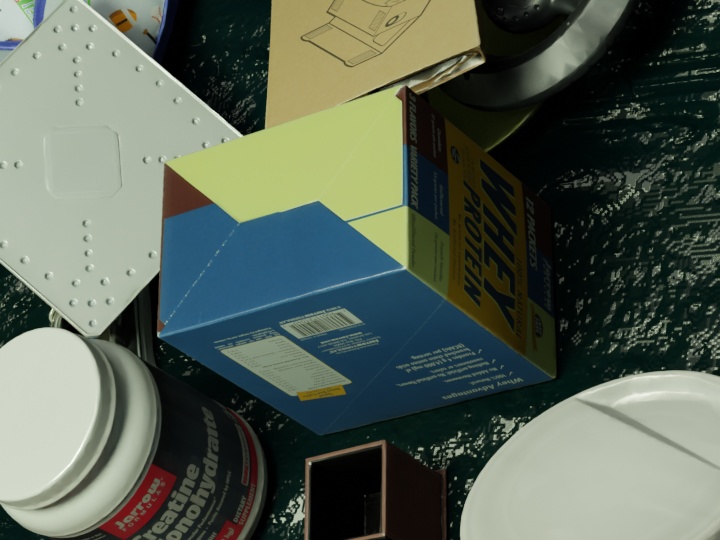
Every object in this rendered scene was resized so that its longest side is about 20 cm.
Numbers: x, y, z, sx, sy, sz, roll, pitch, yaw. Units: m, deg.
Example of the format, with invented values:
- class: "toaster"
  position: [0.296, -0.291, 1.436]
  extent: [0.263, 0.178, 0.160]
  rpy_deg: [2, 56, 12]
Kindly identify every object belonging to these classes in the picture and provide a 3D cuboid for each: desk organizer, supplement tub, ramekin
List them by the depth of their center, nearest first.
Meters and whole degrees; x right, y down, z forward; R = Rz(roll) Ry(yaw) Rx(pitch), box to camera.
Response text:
- class: "ramekin"
  position: [0.169, 0.159, 1.471]
  extent: [0.201, 0.095, 0.203]
  rpy_deg: [-21, 29, 12]
- class: "desk organizer"
  position: [0.009, 0.222, 1.607]
  extent: [0.071, 0.077, 0.202]
  rpy_deg: [-15, 61, 29]
- class: "supplement tub"
  position: [-0.171, 0.132, 1.696]
  extent: [0.139, 0.200, 0.141]
  rpy_deg: [-15, 61, 29]

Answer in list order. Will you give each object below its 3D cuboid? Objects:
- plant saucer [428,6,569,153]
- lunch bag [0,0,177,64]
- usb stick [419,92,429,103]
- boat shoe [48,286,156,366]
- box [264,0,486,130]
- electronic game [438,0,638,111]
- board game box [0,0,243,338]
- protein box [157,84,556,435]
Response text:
- class: "plant saucer"
  position: [0.073, -0.160, 1.776]
  extent: [0.199, 0.031, 0.202]
  rpy_deg: [-15, 61, 28]
- class: "lunch bag"
  position: [-0.241, -0.232, 1.969]
  extent: [0.198, 0.124, 0.171]
  rpy_deg: [3, 70, 21]
- class: "usb stick"
  position: [0.021, -0.165, 1.768]
  extent: [0.055, 0.032, 0.201]
  rpy_deg: [-42, 47, 43]
- class: "boat shoe"
  position: [-0.201, 0.040, 1.847]
  extent: [0.072, 0.071, 0.201]
  rpy_deg: [-34, 53, 17]
- class: "box"
  position: [0.010, -0.172, 1.691]
  extent: [0.163, 0.021, 0.201]
  rpy_deg: [-24, 33, 17]
- class: "electronic game"
  position: [0.122, -0.205, 1.715]
  extent: [0.199, 0.042, 0.201]
  rpy_deg: [-22, 54, 33]
- class: "board game box"
  position: [-0.211, -0.078, 1.835]
  extent: [0.200, 0.026, 0.200]
  rpy_deg: [40, 70, 6]
- class: "protein box"
  position: [0.000, 0.000, 1.639]
  extent: [0.197, 0.200, 0.136]
  rpy_deg: [-15, 60, 29]
